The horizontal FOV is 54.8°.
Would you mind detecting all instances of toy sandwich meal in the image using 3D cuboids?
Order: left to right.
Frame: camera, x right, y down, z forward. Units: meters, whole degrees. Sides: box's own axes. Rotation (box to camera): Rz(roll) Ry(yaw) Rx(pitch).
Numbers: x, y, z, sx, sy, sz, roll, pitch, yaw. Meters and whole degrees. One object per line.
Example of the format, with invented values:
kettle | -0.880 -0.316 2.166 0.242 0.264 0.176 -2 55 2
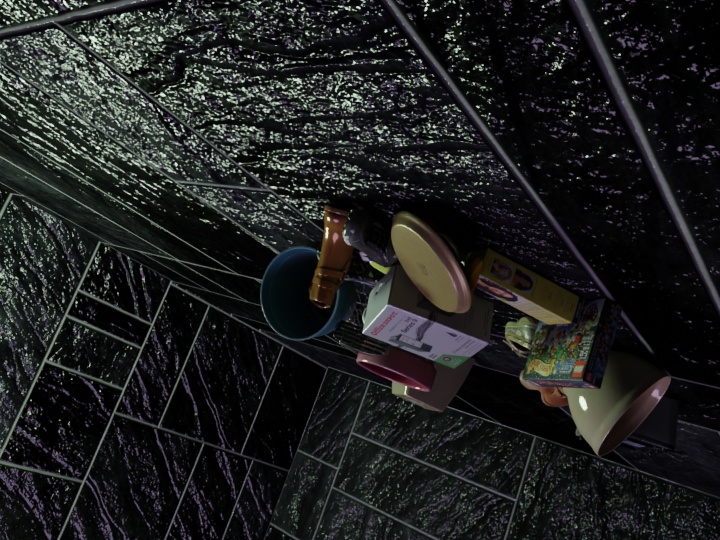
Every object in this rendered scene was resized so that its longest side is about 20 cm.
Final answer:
toy sandwich meal | 0.123 -0.019 1.090 0.206 0.070 0.206 49 163 20

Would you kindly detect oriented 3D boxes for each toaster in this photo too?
toaster | 0.620 0.348 1.595 0.195 0.122 0.181 17 163 0

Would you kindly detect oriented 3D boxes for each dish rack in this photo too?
dish rack | 0.036 0.106 1.529 0.150 0.202 0.055 16 143 25

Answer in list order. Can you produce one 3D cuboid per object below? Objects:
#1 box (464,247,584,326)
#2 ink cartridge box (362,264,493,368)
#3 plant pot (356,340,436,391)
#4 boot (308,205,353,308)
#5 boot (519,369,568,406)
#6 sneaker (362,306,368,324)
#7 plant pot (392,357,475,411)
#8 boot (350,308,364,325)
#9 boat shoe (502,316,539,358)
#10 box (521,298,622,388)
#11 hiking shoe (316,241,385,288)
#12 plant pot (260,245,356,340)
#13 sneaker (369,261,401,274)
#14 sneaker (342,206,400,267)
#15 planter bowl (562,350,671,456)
box | 0.267 0.031 1.148 0.196 0.051 0.075 25 167 -13
ink cartridge box | 0.117 0.086 1.242 0.195 0.086 0.146 21 150 -10
plant pot | 0.108 0.171 1.676 0.195 0.183 0.200 21 167 5
boot | -0.055 -0.021 1.244 0.075 0.159 0.200 21 167 1
boot | 0.515 0.299 1.748 0.197 0.076 0.153 23 161 -29
sneaker | 0.097 0.062 1.386 0.195 0.077 0.088 -18 163 -10
plant pot | 0.199 0.314 2.094 0.196 0.181 0.200 25 166 -11
boot | 0.067 0.137 1.884 0.194 0.080 0.138 13 162 -9
boat shoe | 0.336 0.144 1.447 0.071 0.064 0.200 20 167 7
box | 0.355 0.127 1.183 0.037 0.140 0.200 23 167 -10
hiking shoe | 0.000 0.000 1.418 0.195 0.076 0.087 23 166 1
plant pot | -0.099 0.058 1.594 0.195 0.206 0.187 16 -179 24
sneaker | 0.106 0.019 1.310 0.195 0.078 0.076 21 167 5
sneaker | 0.030 -0.051 1.181 0.089 0.068 0.200 22 171 18
planter bowl | 0.479 0.235 1.343 0.135 0.200 0.200 45 -179 33
